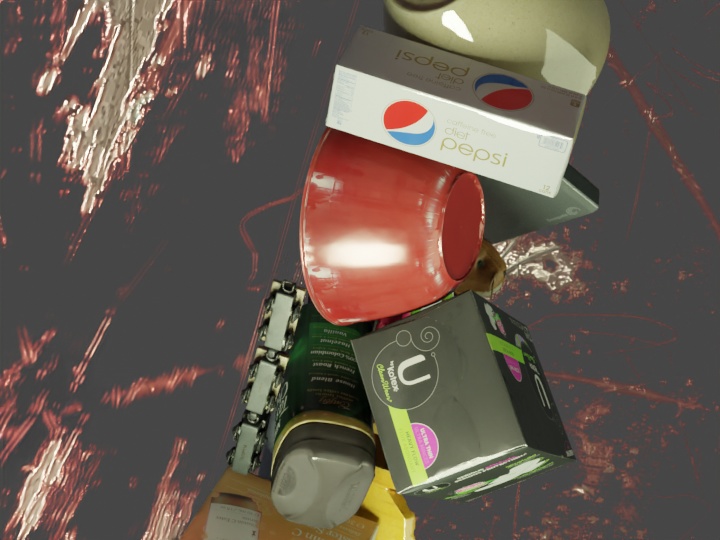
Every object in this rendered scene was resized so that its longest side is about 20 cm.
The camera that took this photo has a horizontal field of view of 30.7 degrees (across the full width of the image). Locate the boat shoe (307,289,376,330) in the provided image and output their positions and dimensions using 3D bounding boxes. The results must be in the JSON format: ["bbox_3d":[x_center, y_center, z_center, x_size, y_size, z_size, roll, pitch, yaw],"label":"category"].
[{"bbox_3d":[-0.018,0.007,1.259,0.060,0.075,0.200,-49,146,-71],"label":"boat shoe"}]

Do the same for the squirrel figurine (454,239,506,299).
[{"bbox_3d":[0.081,0.034,1.593,0.141,0.200,0.187,-3,114,-64],"label":"squirrel figurine"}]

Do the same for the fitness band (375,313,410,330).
[{"bbox_3d":[0.047,0.023,1.323,0.144,0.037,0.200,109,2,-48],"label":"fitness band"}]

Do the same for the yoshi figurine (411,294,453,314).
[{"bbox_3d":[0.030,0.028,1.491,0.200,0.112,0.112,-62,159,0],"label":"yoshi figurine"}]

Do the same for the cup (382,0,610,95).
[{"bbox_3d":[0.098,-0.223,1.136,0.143,0.200,0.201,41,66,-51],"label":"cup"}]

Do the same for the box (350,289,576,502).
[{"bbox_3d":[0.097,0.121,1.195,0.200,0.124,0.149,29,40,-67],"label":"box"}]

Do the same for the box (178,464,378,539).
[{"bbox_3d":[-0.091,0.286,1.128,0.200,0.152,0.107,-58,166,-60],"label":"box"}]

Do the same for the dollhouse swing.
[{"bbox_3d":[0.034,0.253,1.297,0.176,0.182,0.200,-11,107,-45],"label":"dollhouse swing"}]

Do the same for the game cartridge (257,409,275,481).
[{"bbox_3d":[-0.086,0.219,1.331,0.200,0.040,0.134,102,2,-59],"label":"game cartridge"}]

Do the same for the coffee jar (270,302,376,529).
[{"bbox_3d":[-0.034,0.128,1.176,0.200,0.085,0.104,-92,-162,-51],"label":"coffee jar"}]

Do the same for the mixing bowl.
[{"bbox_3d":[0.041,-0.043,1.146,0.200,0.108,0.201,-28,122,-58],"label":"mixing bowl"}]

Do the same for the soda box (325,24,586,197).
[{"bbox_3d":[0.078,-0.131,1.069,0.068,0.200,0.064,-65,172,-46],"label":"soda box"}]

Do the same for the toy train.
[{"bbox_3d":[-0.081,0.091,1.148,0.046,0.034,0.200,-63,170,-62],"label":"toy train"}]

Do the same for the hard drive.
[{"bbox_3d":[0.122,-0.099,1.294,0.139,0.200,0.033,-18,-128,41],"label":"hard drive"}]
